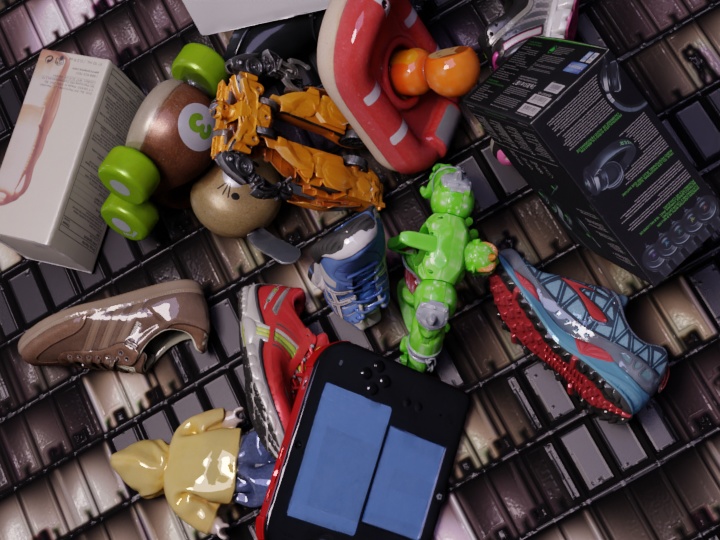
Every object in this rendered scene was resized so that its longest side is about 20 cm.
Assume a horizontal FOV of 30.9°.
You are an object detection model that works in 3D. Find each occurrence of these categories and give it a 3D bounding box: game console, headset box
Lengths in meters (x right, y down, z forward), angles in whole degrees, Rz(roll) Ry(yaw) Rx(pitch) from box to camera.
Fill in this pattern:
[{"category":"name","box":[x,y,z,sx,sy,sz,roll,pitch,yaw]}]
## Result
[{"category":"game console","box":[0.006,0.178,1.161,0.176,0.031,0.202,23,77,-25]},{"category":"headset box","box":[0.206,-0.094,1.137,0.093,0.174,0.200,-42,109,-1]}]

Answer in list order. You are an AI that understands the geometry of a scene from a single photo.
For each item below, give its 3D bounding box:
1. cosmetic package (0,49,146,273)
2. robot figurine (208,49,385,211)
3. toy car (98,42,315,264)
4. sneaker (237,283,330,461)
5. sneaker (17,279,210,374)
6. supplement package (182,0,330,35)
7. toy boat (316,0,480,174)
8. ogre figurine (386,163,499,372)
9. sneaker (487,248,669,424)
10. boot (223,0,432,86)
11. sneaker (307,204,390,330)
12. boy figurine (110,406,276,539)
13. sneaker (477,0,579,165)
[{"category":"cosmetic package","box":[-0.302,-0.112,1.340,0.086,0.103,0.202,11,75,18]},{"category":"robot figurine","box":[-0.061,-0.124,1.241,0.058,0.199,0.146,-17,63,51]},{"category":"toy car","box":[-0.129,-0.090,1.276,0.199,0.158,0.165,28,65,4]},{"category":"sneaker","box":[-0.067,0.085,1.214,0.084,0.077,0.201,-5,48,-8]},{"category":"sneaker","box":[-0.244,0.071,1.289,0.198,0.070,0.076,-19,71,8]},{"category":"supplement package","box":[-0.095,-0.370,1.278,0.189,0.147,0.202,-10,61,11]},{"category":"toy boat","box":[0.052,-0.185,1.208,0.130,0.200,0.131,0,54,38]},{"category":"ogre figurine","box":[0.070,-0.009,1.202,0.098,0.120,0.201,30,79,1]},{"category":"sneaker","box":[0.200,0.048,1.197,0.095,0.080,0.200,-33,66,-22]},{"category":"boot","box":[-0.031,-0.236,1.329,0.162,0.073,0.199,30,82,16]},{"category":"sneaker","box":[0.000,0.000,1.189,0.075,0.200,0.077,-32,80,-8]},{"category":"boy figurine","box":[-0.140,0.192,1.231,0.198,0.064,0.126,-5,70,13]},{"category":"sneaker","box":[0.151,-0.196,1.271,0.087,0.074,0.202,14,73,17]}]
